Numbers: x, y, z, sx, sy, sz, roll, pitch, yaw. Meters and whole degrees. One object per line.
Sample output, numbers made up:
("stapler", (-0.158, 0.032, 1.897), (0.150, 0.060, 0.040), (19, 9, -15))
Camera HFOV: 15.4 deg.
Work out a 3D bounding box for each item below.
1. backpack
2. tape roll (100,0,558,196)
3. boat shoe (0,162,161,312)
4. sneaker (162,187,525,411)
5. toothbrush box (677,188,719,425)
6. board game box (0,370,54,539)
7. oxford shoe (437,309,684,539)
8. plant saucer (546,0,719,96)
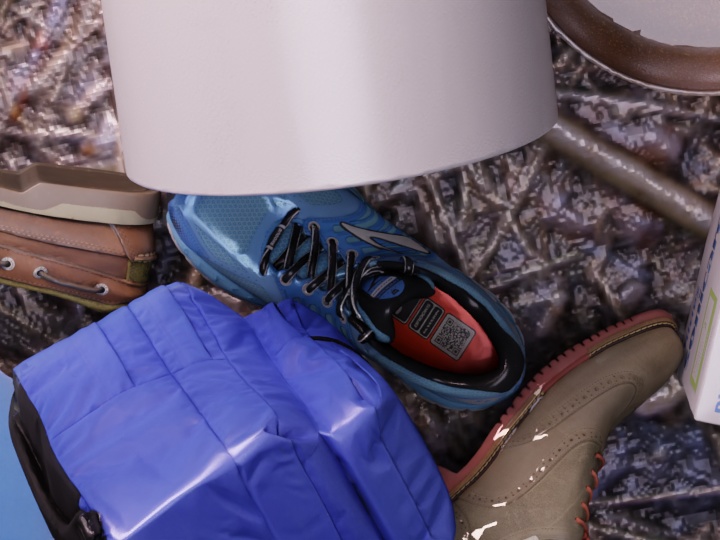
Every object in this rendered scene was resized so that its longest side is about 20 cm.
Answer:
("backpack", (-0.062, 0.100, 1.226), (0.167, 0.200, 0.163), (-29, 120, -14))
("tape roll", (-0.017, -0.122, 1.188), (0.201, 0.203, 0.140), (-6, 103, 2))
("boat shoe", (-0.197, -0.019, 1.280), (0.199, 0.072, 0.068), (8, 103, -1))
("sneaker", (0.000, 0.000, 1.268), (0.199, 0.090, 0.079), (28, 87, -9))
("toothbrush box", (0.267, 0.013, 1.279), (0.199, 0.086, 0.147), (12, 103, -1))
("board game box", (-0.229, 0.119, 1.332), (0.157, 0.039, 0.201), (12, 111, -4))
("oxford shoe", (0.093, 0.103, 1.285), (0.200, 0.071, 0.075), (-43, 63, -9))
("plant saucer", (0.164, -0.185, 1.259), (0.199, 0.032, 0.202), (0, 104, 0))
